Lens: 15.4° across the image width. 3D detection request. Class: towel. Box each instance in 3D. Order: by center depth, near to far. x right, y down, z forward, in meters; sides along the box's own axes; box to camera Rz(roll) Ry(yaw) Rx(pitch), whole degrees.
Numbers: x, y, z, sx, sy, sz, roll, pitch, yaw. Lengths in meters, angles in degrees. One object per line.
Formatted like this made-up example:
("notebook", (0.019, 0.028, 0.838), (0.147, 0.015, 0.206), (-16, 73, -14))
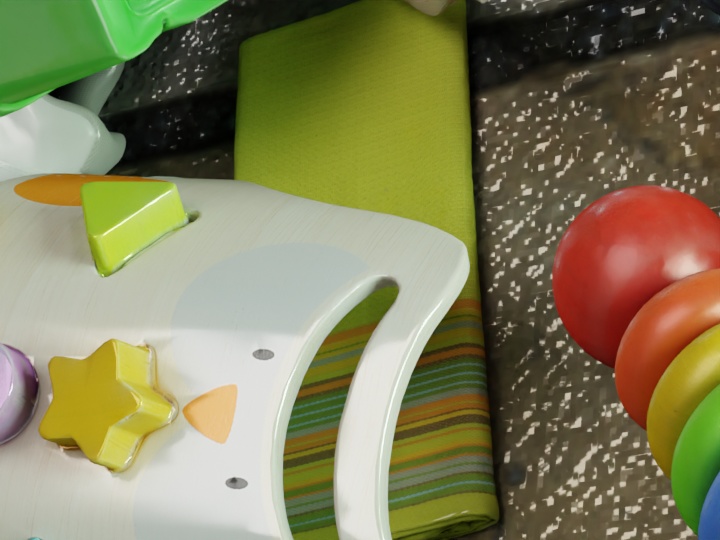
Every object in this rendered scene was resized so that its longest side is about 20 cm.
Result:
("towel", (0.000, 0.000, 0.844), (0.086, 0.018, 0.200), (-15, 57, 22))

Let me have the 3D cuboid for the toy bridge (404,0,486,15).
("toy bridge", (0.007, -0.118, 0.855), (0.027, 0.067, 0.200), (-36, 28, -7))

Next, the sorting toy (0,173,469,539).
("sorting toy", (-0.053, 0.048, 0.785), (0.180, 0.107, 0.200), (-1, 69, 33))

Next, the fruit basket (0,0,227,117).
("fruit basket", (-0.116, -0.167, 0.867), (0.155, 0.216, 0.216), (-35, 42, -28))

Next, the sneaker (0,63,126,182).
("sneaker", (-0.126, -0.097, 0.955), (0.099, 0.078, 0.200), (-25, 62, 14))

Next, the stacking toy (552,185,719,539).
("stacking toy", (0.110, 0.048, 0.706), (0.085, 0.085, 0.200), (-43, 42, 8))

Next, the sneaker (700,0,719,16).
("sneaker", (0.147, -0.058, 0.709), (0.070, 0.108, 0.200), (-43, 49, 9))
